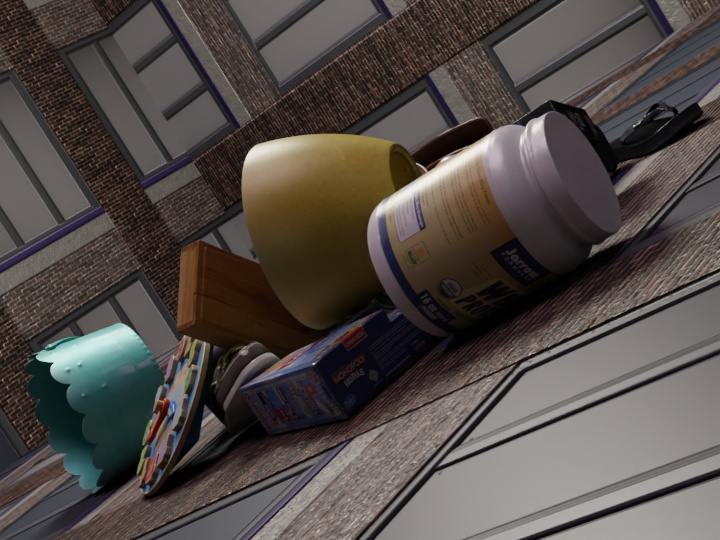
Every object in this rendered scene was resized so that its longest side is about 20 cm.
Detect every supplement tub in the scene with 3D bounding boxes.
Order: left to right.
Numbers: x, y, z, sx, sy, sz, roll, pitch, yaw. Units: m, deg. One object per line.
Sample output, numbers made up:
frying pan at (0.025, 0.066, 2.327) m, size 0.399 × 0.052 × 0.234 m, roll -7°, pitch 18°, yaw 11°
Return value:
supplement tub at (0.121, -0.042, 1.310) m, size 0.199 × 0.145 × 0.144 m, roll -31°, pitch 5°, yaw 28°

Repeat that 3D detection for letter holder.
letter holder at (0.123, -0.119, 2.122) m, size 0.199 × 0.143 × 0.100 m, roll -29°, pitch 5°, yaw 35°

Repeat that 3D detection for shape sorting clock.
shape sorting clock at (-0.212, 0.155, 1.625) m, size 0.200 × 0.039 × 0.202 m, roll -163°, pitch 90°, yaw -72°

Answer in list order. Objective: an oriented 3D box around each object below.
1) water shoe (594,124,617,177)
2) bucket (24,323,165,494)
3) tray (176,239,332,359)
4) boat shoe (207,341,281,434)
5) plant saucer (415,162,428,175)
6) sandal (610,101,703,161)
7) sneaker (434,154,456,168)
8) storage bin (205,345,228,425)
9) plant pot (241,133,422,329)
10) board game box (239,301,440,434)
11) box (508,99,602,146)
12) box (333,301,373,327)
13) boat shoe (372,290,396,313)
water shoe at (0.243, -0.117, 1.703) m, size 0.079 × 0.072 × 0.200 m, roll -28°, pitch 7°, yaw 31°
bucket at (-0.347, 0.178, 1.939) m, size 0.134 × 0.209 × 0.207 m, roll -26°, pitch 1°, yaw -28°
tray at (-0.113, 0.045, 1.601) m, size 0.037 × 0.100 × 0.199 m, roll -22°, pitch -33°, yaw 40°
boat shoe at (-0.130, 0.118, 1.555) m, size 0.072 × 0.061 × 0.202 m, roll -29°, pitch -15°, yaw -19°
plant saucer at (-0.011, -0.072, 1.689) m, size 0.198 × 0.032 × 0.201 m, roll -15°, pitch 24°, yaw 7°
sandal at (0.346, -0.172, 1.763) m, size 0.076 × 0.043 × 0.200 m, roll -35°, pitch 5°, yaw -19°
sneaker at (0.192, -0.086, 1.787) m, size 0.198 × 0.113 × 0.078 m, roll -6°, pitch -37°, yaw -3°
storage bin at (-0.136, 0.098, 1.759) m, size 0.134 × 0.146 × 0.200 m, roll -42°, pitch 3°, yaw 8°
plant pot at (-0.009, -0.057, 1.464) m, size 0.141 × 0.202 × 0.200 m, roll -19°, pitch 9°, yaw 21°
board game box at (-0.022, 0.091, 1.429) m, size 0.200 × 0.062 × 0.199 m, roll -37°, pitch 7°, yaw -40°
box at (0.152, -0.109, 1.562) m, size 0.199 × 0.044 × 0.160 m, roll -33°, pitch -9°, yaw 19°
box at (0.060, 0.022, 1.666) m, size 0.199 × 0.050 × 0.198 m, roll -34°, pitch 3°, yaw -9°
boat shoe at (0.090, -0.026, 1.509) m, size 0.199 × 0.075 × 0.093 m, roll -27°, pitch -34°, yaw 8°
